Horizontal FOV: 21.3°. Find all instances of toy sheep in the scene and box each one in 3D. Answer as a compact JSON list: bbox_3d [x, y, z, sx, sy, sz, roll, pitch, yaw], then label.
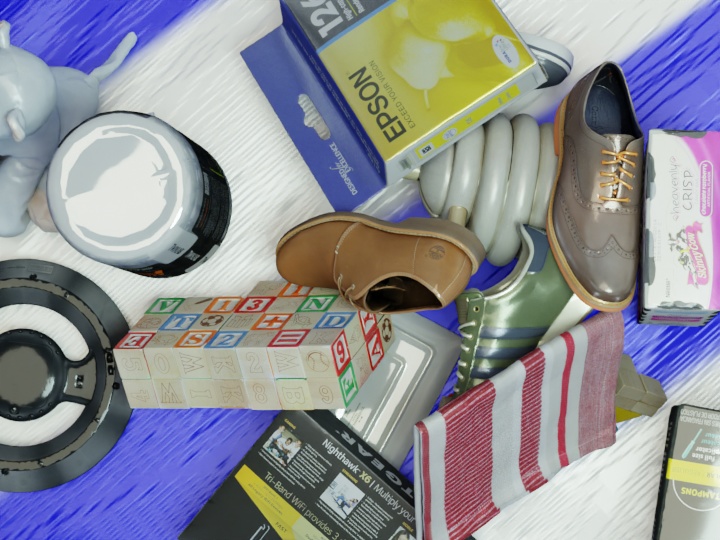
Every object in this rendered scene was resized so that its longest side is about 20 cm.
[{"bbox_3d":[0.116,-0.064,1.555,0.200,0.138,0.138,12,87,-9],"label":"toy sheep"}]

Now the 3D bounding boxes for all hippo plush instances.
[{"bbox_3d":[-0.283,-0.114,1.592,0.200,0.161,0.160,-14,83,6],"label":"hippo plush"}]

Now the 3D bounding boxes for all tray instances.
[{"bbox_3d":[-0.004,0.121,1.608,0.107,0.022,0.200,28,89,9],"label":"tray"}]

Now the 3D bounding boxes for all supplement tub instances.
[{"bbox_3d":[-0.173,-0.058,1.554,0.122,0.200,0.123,-1,85,7],"label":"supplement tub"}]

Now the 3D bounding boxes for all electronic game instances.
[{"bbox_3d":[-0.289,0.089,1.635,0.199,0.042,0.201,0,84,-1],"label":"electronic game"}]

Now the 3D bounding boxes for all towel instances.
[{"bbox_3d":[0.123,0.123,1.465,0.200,0.144,0.023,-29,47,-26],"label":"towel"}]

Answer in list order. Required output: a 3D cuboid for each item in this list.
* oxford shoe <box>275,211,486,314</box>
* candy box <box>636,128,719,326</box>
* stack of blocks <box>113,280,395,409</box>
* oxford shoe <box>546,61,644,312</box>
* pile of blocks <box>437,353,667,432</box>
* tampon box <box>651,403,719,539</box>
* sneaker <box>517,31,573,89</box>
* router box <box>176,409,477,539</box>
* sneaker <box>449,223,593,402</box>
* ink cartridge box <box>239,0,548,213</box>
[{"bbox_3d":[0.000,0.000,1.503,0.200,0.071,0.071,-1,49,43],"label":"oxford shoe"},{"bbox_3d":[0.250,-0.029,1.499,0.061,0.200,0.137,1,86,7],"label":"candy box"},{"bbox_3d":[-0.086,0.060,1.567,0.200,0.115,0.059,-2,117,24],"label":"stack of blocks"},{"bbox_3d":[0.183,-0.067,1.460,0.071,0.073,0.200,2,63,-12],"label":"oxford shoe"},{"bbox_3d":[0.149,0.116,1.579,0.200,0.082,0.062,-12,41,-3],"label":"pile of blocks"},{"bbox_3d":[0.305,0.215,1.508,0.150,0.126,0.200,8,86,8],"label":"tampon box"},{"bbox_3d":[0.076,-0.157,1.593,0.200,0.078,0.080,6,74,18],"label":"sneaker"},{"bbox_3d":[-0.025,0.223,1.568,0.200,0.052,0.157,41,104,6],"label":"router box"},{"bbox_3d":[0.101,0.052,1.490,0.090,0.067,0.200,38,91,-8],"label":"sneaker"},{"bbox_3d":[0.018,-0.173,1.549,0.200,0.047,0.198,-33,61,2],"label":"ink cartridge box"}]
